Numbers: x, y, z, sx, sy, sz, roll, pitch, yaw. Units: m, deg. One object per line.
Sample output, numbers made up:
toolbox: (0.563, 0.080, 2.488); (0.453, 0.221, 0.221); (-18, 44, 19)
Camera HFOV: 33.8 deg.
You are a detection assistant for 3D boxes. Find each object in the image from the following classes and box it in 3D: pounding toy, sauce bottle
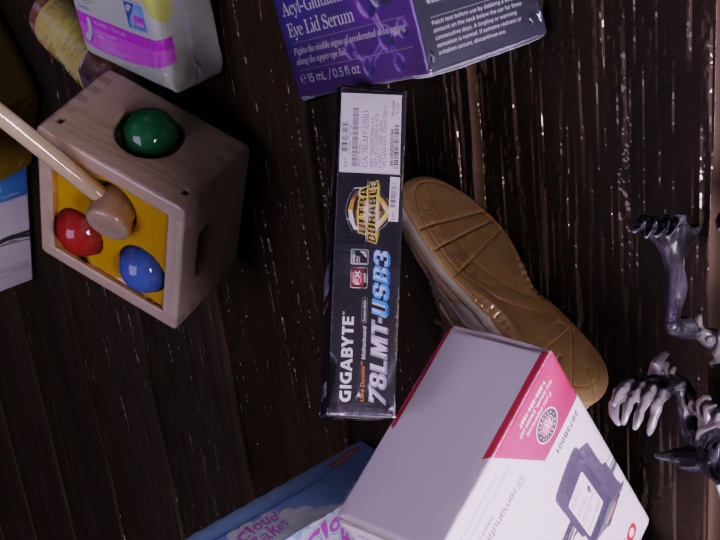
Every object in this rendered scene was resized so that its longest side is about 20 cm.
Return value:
pounding toy: (-0.216, -0.072, 1.049); (0.183, 0.142, 0.201); (29, 139, 13)
sauce bottle: (-0.254, -0.204, 1.166); (0.200, 0.066, 0.066); (46, 142, 31)

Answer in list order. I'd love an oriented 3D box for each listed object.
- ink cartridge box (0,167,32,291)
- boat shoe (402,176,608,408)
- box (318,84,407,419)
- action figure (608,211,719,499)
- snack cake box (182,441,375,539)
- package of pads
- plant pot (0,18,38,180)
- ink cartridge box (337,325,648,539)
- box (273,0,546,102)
ink cartridge box: (-0.507, -0.088, 1.578); (0.145, 0.084, 0.202); (43, 141, 32)
boat shoe: (0.083, 0.026, 0.820); (0.201, 0.073, 0.069); (54, 139, 18)
box: (0.000, 0.000, 0.797); (0.200, 0.049, 0.201); (105, 169, -83)
action figure: (0.198, 0.067, 0.659); (0.118, 0.102, 0.202); (-2, 106, 43)
snack cake box: (-0.048, 0.247, 1.025); (0.067, 0.199, 0.116); (22, 128, 45)
package of pads: (-0.202, -0.272, 1.035); (0.154, 0.068, 0.202); (29, 138, 42)
plant pot: (-0.496, -0.196, 1.413); (0.176, 0.199, 0.201); (43, 141, 14)
ink cartridge box: (0.093, 0.157, 0.750); (0.084, 0.145, 0.201); (12, 149, 42)
box: (0.013, -0.222, 0.742); (0.147, 0.104, 0.202); (0, 110, 55)
